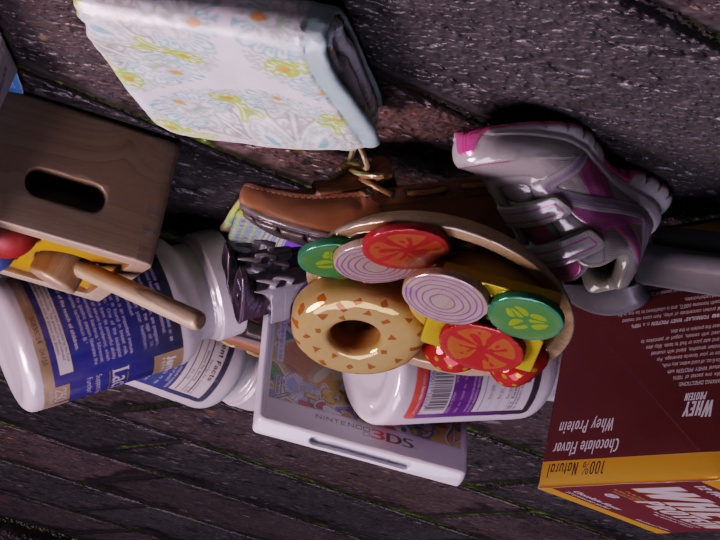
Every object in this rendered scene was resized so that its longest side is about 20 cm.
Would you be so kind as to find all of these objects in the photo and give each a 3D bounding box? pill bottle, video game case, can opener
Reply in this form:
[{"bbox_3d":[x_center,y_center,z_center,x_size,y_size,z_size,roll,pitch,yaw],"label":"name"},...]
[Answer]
[{"bbox_3d":[0.094,0.070,1.897,0.200,0.112,0.111,0,171,-28],"label":"pill bottle"},{"bbox_3d":[-0.203,0.036,1.907,0.200,0.116,0.116,-18,172,-18],"label":"pill bottle"},{"bbox_3d":[0.003,0.084,1.940,0.182,0.200,0.023,16,129,-11],"label":"video game case"},{"bbox_3d":[0.225,-0.001,1.653,0.200,0.053,0.067,4,124,53],"label":"can opener"},{"bbox_3d":[-0.171,0.062,2.105,0.200,0.111,0.111,22,161,-31],"label":"pill bottle"}]

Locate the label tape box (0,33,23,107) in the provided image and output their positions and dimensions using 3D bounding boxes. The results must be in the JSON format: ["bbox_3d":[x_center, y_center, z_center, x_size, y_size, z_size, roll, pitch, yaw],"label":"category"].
[{"bbox_3d":[-0.323,-0.146,1.581,0.143,0.066,0.200,10,162,4],"label":"label tape box"}]

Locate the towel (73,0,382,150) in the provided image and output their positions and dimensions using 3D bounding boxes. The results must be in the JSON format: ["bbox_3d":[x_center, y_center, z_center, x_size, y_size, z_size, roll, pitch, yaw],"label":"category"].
[{"bbox_3d":[-0.081,-0.132,1.492,0.171,0.048,0.200,7,163,13],"label":"towel"}]

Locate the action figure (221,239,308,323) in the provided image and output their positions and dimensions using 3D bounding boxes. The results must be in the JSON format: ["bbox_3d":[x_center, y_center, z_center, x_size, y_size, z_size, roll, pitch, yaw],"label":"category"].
[{"bbox_3d":[0.000,0.000,1.719,0.200,0.130,0.069,-7,127,-13],"label":"action figure"}]

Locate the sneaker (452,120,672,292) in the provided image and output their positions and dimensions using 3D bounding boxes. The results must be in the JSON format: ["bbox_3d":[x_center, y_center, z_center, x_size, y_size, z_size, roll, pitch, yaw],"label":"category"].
[{"bbox_3d":[0.138,-0.042,1.571,0.200,0.088,0.081,25,159,-38],"label":"sneaker"}]

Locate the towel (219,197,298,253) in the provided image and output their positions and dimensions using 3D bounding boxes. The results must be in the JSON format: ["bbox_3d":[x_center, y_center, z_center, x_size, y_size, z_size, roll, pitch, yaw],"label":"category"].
[{"bbox_3d":[-0.010,-0.021,1.870,0.200,0.023,0.144,14,165,-9],"label":"towel"}]

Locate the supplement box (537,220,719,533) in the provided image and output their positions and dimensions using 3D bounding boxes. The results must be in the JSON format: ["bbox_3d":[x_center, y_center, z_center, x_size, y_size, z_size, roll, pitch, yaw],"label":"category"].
[{"bbox_3d":[0.261,0.083,1.712,0.133,0.200,0.197,23,160,-34],"label":"supplement box"}]

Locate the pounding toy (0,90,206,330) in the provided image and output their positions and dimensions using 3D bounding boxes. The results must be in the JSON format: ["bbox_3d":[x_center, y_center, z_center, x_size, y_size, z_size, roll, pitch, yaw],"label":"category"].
[{"bbox_3d":[-0.224,-0.034,1.754,0.200,0.142,0.184,17,164,-18],"label":"pounding toy"}]

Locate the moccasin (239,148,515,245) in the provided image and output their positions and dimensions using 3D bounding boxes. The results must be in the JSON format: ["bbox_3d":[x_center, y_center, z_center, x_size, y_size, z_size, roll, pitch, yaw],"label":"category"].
[{"bbox_3d":[0.014,-0.051,1.642,0.201,0.078,0.074,3,176,10],"label":"moccasin"}]

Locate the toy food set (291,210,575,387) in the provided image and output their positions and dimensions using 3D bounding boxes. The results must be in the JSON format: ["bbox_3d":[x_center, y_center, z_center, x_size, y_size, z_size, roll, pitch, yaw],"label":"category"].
[{"bbox_3d":[0.051,0.024,1.594,0.200,0.049,0.198,16,148,1],"label":"toy food set"}]

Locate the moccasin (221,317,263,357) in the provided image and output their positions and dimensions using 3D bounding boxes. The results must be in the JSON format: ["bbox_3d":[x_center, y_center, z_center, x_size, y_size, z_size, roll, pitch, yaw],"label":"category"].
[{"bbox_3d":[-0.107,0.034,2.025,0.201,0.074,0.078,17,166,-2],"label":"moccasin"}]
